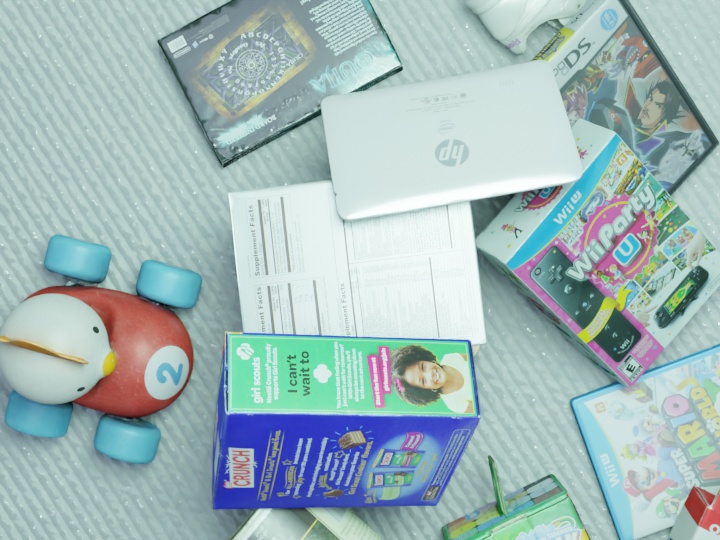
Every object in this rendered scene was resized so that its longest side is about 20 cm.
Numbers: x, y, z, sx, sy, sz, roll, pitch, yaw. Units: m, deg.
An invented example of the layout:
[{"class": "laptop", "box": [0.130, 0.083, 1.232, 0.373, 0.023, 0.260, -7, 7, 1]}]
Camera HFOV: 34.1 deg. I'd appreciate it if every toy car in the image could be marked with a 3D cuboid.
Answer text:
[{"class": "toy car", "box": [-0.246, 0.073, 1.040, 0.175, 0.200, 0.186, 15, 90, 2]}]

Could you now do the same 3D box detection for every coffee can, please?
[{"class": "coffee can", "box": [-0.031, 0.293, 1.057, 0.200, 0.146, 0.147, 41, 91, 3]}]

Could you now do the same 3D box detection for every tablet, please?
[{"class": "tablet", "box": [0.071, -0.109, 0.959, 0.198, 0.014, 0.131, -10, 57, 1]}]

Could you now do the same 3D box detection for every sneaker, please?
[{"class": "sneaker", "box": [0.193, -0.287, 1.102, 0.200, 0.075, 0.100, -40, 107, 1]}]

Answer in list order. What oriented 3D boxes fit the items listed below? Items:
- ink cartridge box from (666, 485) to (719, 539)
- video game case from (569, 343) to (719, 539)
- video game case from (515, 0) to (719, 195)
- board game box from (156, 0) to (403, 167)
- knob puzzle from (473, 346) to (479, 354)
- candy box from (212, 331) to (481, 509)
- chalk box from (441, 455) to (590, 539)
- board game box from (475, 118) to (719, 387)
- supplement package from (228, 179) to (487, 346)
[{"class": "ink cartridge box", "box": [0.336, 0.280, 1.070, 0.115, 0.067, 0.202, 24, 97, 1]}, {"class": "video game case", "box": [0.315, 0.156, 1.109, 0.198, 0.018, 0.145, -20, 89, 2]}, {"class": "video game case", "box": [0.214, -0.120, 1.056, 0.181, 0.025, 0.200, -46, 119, -4]}, {"class": "board game box", "box": [-0.076, -0.205, 1.122, 0.199, 0.028, 0.136, -28, 89, 1]}, {"class": "knob puzzle", "box": [0.015, 0.066, 1.115, 0.217, 0.030, 0.222, 0, 90, 3]}, {"class": "candy box", "box": [-0.019, 0.127, 0.956, 0.198, 0.170, 0.078, 1, 55, -11]}, {"class": "chalk box", "box": [0.150, 0.267, 1.061, 0.123, 0.124, 0.202, -26, 87, 2]}, {"class": "board game box", "box": [0.218, -0.012, 1.046, 0.200, 0.064, 0.148, 41, 90, -29]}, {"class": "supplement package", "box": [0.000, 0.000, 1.024, 0.198, 0.152, 0.153, -7, 88, 2]}]
